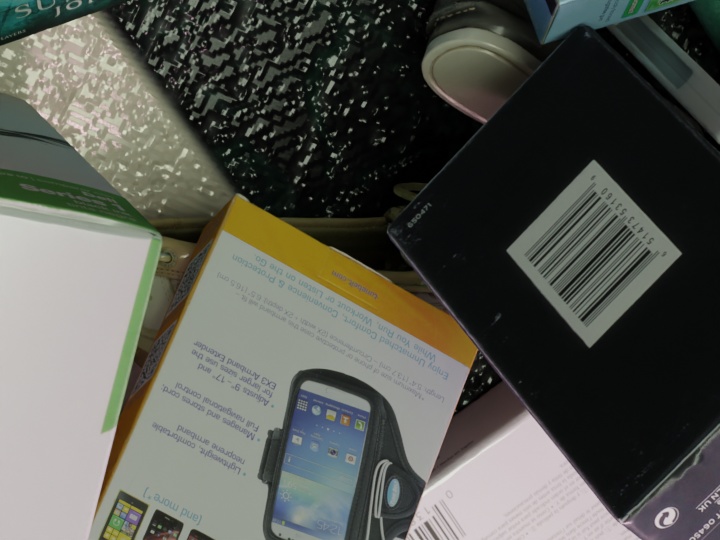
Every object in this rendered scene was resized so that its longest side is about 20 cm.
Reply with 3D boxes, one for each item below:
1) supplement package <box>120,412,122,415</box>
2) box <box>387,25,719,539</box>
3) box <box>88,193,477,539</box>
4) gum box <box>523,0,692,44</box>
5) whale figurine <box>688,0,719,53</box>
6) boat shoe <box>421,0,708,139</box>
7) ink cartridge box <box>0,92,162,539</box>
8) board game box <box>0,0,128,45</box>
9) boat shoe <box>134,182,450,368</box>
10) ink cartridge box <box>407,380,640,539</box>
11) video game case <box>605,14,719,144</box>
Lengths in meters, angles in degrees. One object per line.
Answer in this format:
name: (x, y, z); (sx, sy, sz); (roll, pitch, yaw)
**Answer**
supplement package: (-0.134, 0.143, 1.156); (0.199, 0.117, 0.118); (-14, 110, -13)
box: (0.145, 0.042, 1.094); (0.123, 0.200, 0.198); (-46, 132, 8)
box: (-0.039, 0.083, 1.085); (0.119, 0.041, 0.200); (30, 61, -12)
gum box: (0.137, -0.199, 1.130); (0.199, 0.045, 0.170); (-18, 74, -12)
whale figurine: (0.179, -0.120, 1.190); (0.199, 0.104, 0.159); (28, 55, -9)
boat shoe: (0.109, -0.064, 1.201); (0.200, 0.067, 0.057); (36, 53, -28)
ink cartridge box: (-0.155, 0.017, 1.066); (0.084, 0.200, 0.147); (10, 104, -23)
board game box: (-0.082, -0.149, 1.082); (0.199, 0.135, 0.028); (-21, 71, -10)
boat shoe: (0.000, 0.000, 1.179); (0.199, 0.073, 0.063); (-9, 112, -14)
ink cartridge box: (0.097, 0.132, 1.268); (0.200, 0.044, 0.174); (-36, 114, -5)
video game case: (0.163, -0.048, 1.147); (0.017, 0.200, 0.143); (-45, 114, 8)
